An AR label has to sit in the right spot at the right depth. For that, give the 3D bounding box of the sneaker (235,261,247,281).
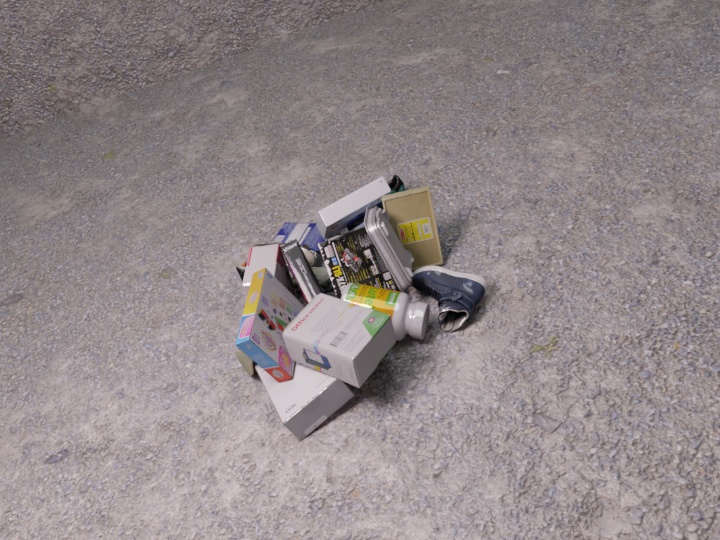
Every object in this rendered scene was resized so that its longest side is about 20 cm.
[{"bbox_3d":[-0.271,0.004,1.920,0.089,0.071,0.199,-32,24,-19],"label":"sneaker"}]

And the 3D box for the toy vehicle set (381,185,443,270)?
[{"bbox_3d":[0.132,-0.101,1.772,0.121,0.204,0.027,-11,20,7],"label":"toy vehicle set"}]

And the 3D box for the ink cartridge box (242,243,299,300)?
[{"bbox_3d":[-0.218,0.059,1.746,0.083,0.203,0.147,-7,39,7],"label":"ink cartridge box"}]

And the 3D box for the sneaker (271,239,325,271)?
[{"bbox_3d":[-0.169,-0.039,1.933,0.196,0.090,0.075,8,44,29],"label":"sneaker"}]

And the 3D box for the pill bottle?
[{"bbox_3d":[0.056,0.100,1.628,0.196,0.112,0.112,10,46,15],"label":"pill bottle"}]

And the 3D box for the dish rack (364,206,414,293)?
[{"bbox_3d":[0.076,-0.058,1.684,0.043,0.202,0.172,-27,17,15],"label":"dish rack"}]

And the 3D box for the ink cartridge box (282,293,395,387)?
[{"bbox_3d":[-0.045,0.143,1.498,0.197,0.089,0.145,16,46,33],"label":"ink cartridge box"}]

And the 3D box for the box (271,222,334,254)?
[{"bbox_3d":[-0.158,-0.089,2.029,0.196,0.033,0.122,2,44,29],"label":"box"}]

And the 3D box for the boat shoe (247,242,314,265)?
[{"bbox_3d":[-0.207,-0.045,1.893,0.196,0.068,0.057,4,13,19],"label":"boat shoe"}]

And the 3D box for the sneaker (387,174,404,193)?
[{"bbox_3d":[0.040,-0.204,2.018,0.198,0.081,0.071,-34,43,-14],"label":"sneaker"}]

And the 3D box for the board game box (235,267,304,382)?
[{"bbox_3d":[-0.195,0.119,1.554,0.040,0.153,0.203,-21,40,27],"label":"board game box"}]

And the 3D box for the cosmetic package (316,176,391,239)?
[{"bbox_3d":[-0.021,-0.165,1.882,0.198,0.151,0.052,-30,82,-10],"label":"cosmetic package"}]

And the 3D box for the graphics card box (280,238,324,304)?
[{"bbox_3d":[-0.127,0.035,1.726,0.050,0.126,0.203,-25,72,-6],"label":"graphics card box"}]

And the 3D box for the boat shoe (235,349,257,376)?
[{"bbox_3d":[-0.250,0.187,1.639,0.062,0.201,0.071,-37,75,-25],"label":"boat shoe"}]

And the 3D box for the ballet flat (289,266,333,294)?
[{"bbox_3d":[-0.142,0.025,1.857,0.196,0.075,0.075,-14,38,11],"label":"ballet flat"}]

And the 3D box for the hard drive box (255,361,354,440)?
[{"bbox_3d":[-0.128,0.246,1.563,0.155,0.077,0.200,-38,39,-2],"label":"hard drive box"}]

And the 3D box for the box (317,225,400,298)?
[{"bbox_3d":[0.000,0.000,1.746,0.157,0.049,0.203,-22,79,0],"label":"box"}]

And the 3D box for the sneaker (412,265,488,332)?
[{"bbox_3d":[0.184,0.066,1.655,0.199,0.078,0.147,6,46,33],"label":"sneaker"}]

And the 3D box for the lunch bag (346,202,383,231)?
[{"bbox_3d":[0.060,-0.112,1.891,0.168,0.129,0.200,-29,23,-2],"label":"lunch bag"}]
